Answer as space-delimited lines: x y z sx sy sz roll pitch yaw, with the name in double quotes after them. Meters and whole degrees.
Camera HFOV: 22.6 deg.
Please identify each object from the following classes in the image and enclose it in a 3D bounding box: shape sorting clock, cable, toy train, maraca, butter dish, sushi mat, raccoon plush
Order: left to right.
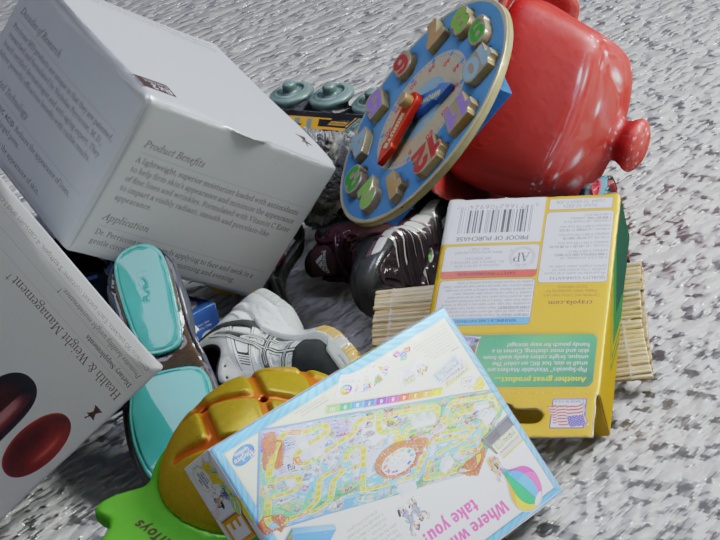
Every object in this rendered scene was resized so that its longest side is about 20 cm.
-0.068 0.128 1.084 0.136 0.108 0.199 20 41 39 "maraca"
-0.072 0.016 1.454 0.096 0.051 0.200 -20 34 -10 "cable"
-0.067 -0.082 1.537 0.198 0.098 0.134 6 -2 26 "raccoon plush"
-0.038 -0.122 1.711 0.199 0.086 0.114 9 38 38 "toy train"
0.046 -0.123 1.384 0.200 0.039 0.201 -40 33 33 "shape sorting clock"
0.104 0.045 1.267 0.198 0.012 0.097 -7 58 13 "sushi mat"
0.167 -0.125 1.472 0.147 0.201 0.200 25 5 20 "butter dish"

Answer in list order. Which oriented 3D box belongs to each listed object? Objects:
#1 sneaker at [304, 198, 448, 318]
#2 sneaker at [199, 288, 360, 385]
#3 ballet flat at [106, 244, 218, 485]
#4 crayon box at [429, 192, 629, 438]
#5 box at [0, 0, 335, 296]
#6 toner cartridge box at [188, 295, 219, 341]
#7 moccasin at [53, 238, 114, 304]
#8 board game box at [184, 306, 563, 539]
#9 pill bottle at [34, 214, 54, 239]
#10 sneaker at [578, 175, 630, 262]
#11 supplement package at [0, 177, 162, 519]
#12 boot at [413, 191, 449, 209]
0.000 0.000 1.425 0.114 0.077 0.200 -6 12 21 "sneaker"
-0.052 0.081 1.259 0.087 0.076 0.200 -35 27 -18 "sneaker"
-0.134 0.077 1.257 0.072 0.073 0.202 -12 59 -6 "ballet flat"
0.110 0.042 1.218 0.124 0.052 0.201 -2 51 18 "crayon box"
-0.163 -0.101 1.377 0.198 0.131 0.200 17 22 -47 "box"
-0.206 0.073 1.353 0.094 0.044 0.199 10 29 43 "toner cartridge box"
-0.208 0.001 1.380 0.080 0.069 0.200 0 23 27 "moccasin"
0.012 0.121 1.040 0.199 0.135 0.034 -28 -7 -39 "board game box"
-0.205 -0.050 1.561 0.108 0.110 0.200 2 24 26 "pill bottle"
0.153 -0.014 1.371 0.094 0.080 0.200 -6 22 14 "sneaker"
-0.276 0.046 1.167 0.200 0.192 0.147 -43 32 -9 "supplement package"
0.065 -0.080 1.522 0.074 0.098 0.200 -19 15 22 "boot"
